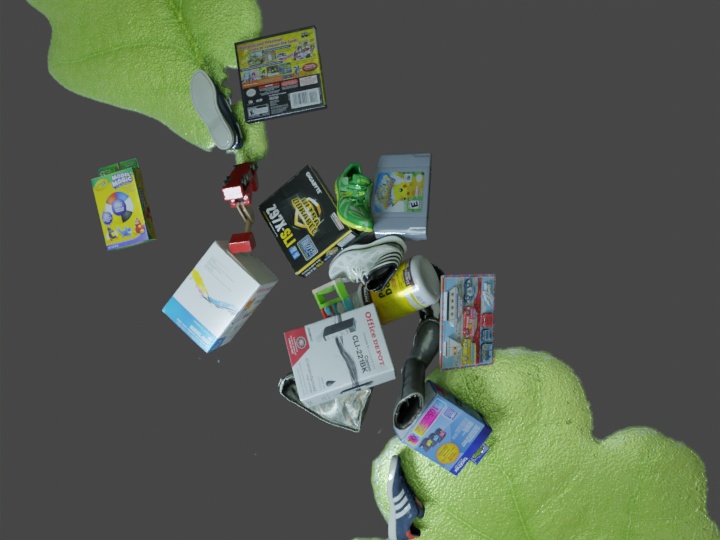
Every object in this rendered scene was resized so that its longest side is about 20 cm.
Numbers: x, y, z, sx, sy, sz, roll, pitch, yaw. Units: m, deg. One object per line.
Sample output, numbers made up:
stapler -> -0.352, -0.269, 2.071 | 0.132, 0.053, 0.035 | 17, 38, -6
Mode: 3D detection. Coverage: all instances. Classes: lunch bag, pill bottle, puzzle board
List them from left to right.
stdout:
lunch bag -> -0.072, 0.256, 1.317 | 0.196, 0.164, 0.120 | 17, 94, 7
pill bottle -> 0.069, 0.052, 1.298 | 0.198, 0.109, 0.111 | -26, 89, 28
puzzle board -> 0.235, 0.110, 1.292 | 0.148, 0.017, 0.205 | -1, 93, -30

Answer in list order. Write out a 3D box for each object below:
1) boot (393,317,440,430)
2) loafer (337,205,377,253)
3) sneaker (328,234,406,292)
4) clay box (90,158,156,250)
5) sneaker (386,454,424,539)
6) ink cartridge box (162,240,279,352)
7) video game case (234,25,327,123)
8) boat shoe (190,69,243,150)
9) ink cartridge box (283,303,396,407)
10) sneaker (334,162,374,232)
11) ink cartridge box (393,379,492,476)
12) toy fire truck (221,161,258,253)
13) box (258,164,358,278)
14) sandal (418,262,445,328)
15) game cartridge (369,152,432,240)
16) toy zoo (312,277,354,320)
boot -> 0.121, 0.212, 1.253 | 0.071, 0.200, 0.185 | 21, 108, 8
loafer -> 0.029, -0.097, 1.344 | 0.197, 0.063, 0.073 | -29, 58, 6
sneaker -> 0.000, 0.000, 1.260 | 0.198, 0.116, 0.076 | -22, 117, 31
clay box -> -0.573, -0.160, 1.432 | 0.112, 0.048, 0.204 | -14, 92, 9
sneaker -> 0.105, 0.517, 1.353 | 0.083, 0.075, 0.205 | -1, 103, 10
ink cartridge box -> -0.312, 0.053, 1.353 | 0.144, 0.147, 0.201 | 41, 99, 4
video game case -> -0.183, -0.448, 1.367 | 0.195, 0.025, 0.185 | -8, 92, 10
boat shoe -> -0.328, -0.369, 1.373 | 0.074, 0.062, 0.202 | -35, 78, 25
ink cartridge box -> -0.039, 0.172, 1.205 | 0.196, 0.084, 0.147 | -18, 69, -2
sneaker -> -0.012, -0.161, 1.276 | 0.073, 0.202, 0.084 | 9, 131, -26
ink cartridge box -> 0.192, 0.352, 1.305 | 0.198, 0.076, 0.137 | 34, 98, -20
toy fire truck -> -0.261, -0.144, 1.329 | 0.048, 0.201, 0.144 | -7, 120, 7
box -> -0.121, -0.111, 1.334 | 0.159, 0.049, 0.202 | -37, 67, 11
sandal -> 0.159, 0.086, 1.332 | 0.073, 0.045, 0.205 | 2, 93, 10
game cartridge -> 0.087, -0.164, 1.295 | 0.130, 0.041, 0.204 | -1, 70, 17
toy zoo -> -0.037, 0.122, 1.329 | 0.020, 0.131, 0.203 | -24, 91, -29
